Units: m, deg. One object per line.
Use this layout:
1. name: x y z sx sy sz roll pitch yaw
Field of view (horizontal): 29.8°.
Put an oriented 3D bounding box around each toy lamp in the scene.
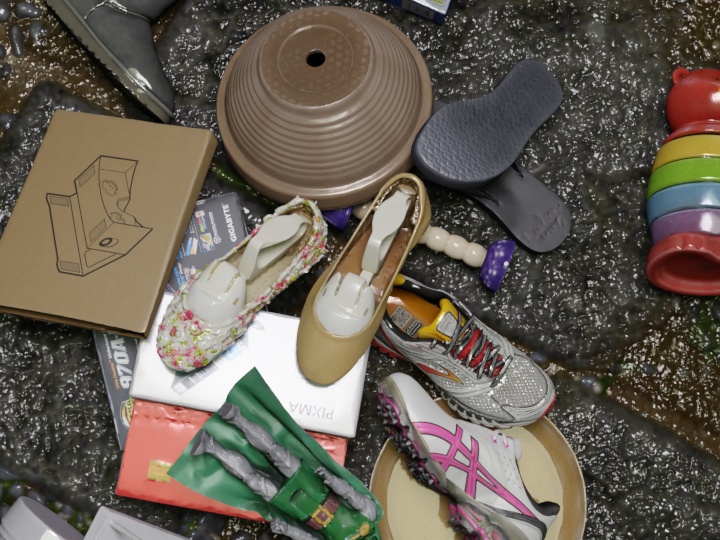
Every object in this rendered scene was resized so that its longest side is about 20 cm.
1. toy lamp: 0.042 -0.042 1.235 0.198 0.058 0.059 21 82 -1

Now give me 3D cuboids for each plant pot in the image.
1. plant pot: -0.035 -0.163 1.200 0.198 0.093 0.203 -2 67 5
2. plant pot: 0.105 0.211 1.222 0.197 0.027 0.203 0 84 -3

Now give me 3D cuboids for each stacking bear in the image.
1. stacking bear: 0.316 -0.089 1.231 0.120 0.114 0.203 11 71 -15

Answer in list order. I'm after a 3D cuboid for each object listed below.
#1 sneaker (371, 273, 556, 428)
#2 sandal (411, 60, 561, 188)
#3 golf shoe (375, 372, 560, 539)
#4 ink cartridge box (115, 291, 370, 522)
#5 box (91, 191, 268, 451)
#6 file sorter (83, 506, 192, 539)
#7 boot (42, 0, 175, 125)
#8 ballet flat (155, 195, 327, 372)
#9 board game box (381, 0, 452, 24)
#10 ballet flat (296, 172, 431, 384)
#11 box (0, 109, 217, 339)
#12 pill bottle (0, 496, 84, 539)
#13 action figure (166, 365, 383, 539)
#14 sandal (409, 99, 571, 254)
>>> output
1. sneaker: 0.082 0.071 1.192 0.199 0.082 0.078 30 71 10
2. sandal: 0.116 -0.124 1.218 0.200 0.043 0.076 -34 84 -41
3. golf shoe: 0.091 0.163 1.182 0.092 0.073 0.201 -38 96 -13
4. ink cartridge box: -0.101 0.123 1.167 0.197 0.045 0.179 10 81 -4
5. box: -0.162 0.046 1.217 0.157 0.046 0.202 -15 84 -6
6. file sorter: -0.179 0.325 1.113 0.124 0.139 0.202 21 80 36
7. boot: -0.171 -0.259 1.243 0.200 0.073 0.182 -41 87 -8
8. ballet flat: -0.101 0.002 1.141 0.075 0.064 0.200 34 56 15
9. board game box: 0.024 -0.364 1.280 0.198 0.043 0.201 23 84 0
10. ballet flat: 0.000 0.000 1.150 0.068 0.063 0.201 23 68 8
11. box: -0.229 -0.045 1.186 0.161 0.021 0.202 9 64 16
12. pill bottle: -0.313 0.300 1.141 0.119 0.120 0.201 36 83 2
13. action figure: -0.050 0.188 1.140 0.199 0.055 0.118 39 100 -15
14. sandal: 0.113 -0.094 1.252 0.199 0.043 0.077 34 82 1
